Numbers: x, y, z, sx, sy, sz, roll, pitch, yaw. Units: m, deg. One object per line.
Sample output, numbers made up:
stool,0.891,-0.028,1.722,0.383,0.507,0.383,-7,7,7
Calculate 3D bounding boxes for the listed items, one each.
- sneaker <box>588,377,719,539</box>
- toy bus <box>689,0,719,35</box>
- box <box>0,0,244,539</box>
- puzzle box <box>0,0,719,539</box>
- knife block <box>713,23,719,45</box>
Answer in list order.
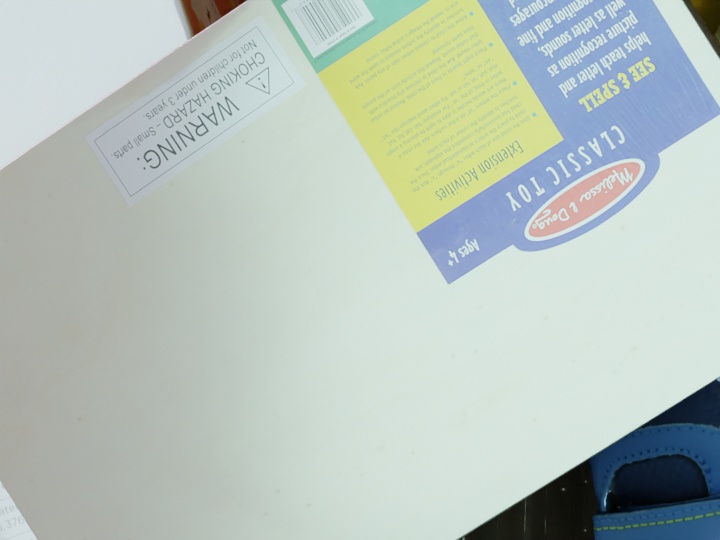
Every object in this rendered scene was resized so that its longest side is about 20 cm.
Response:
sneaker,0.095,0.084,0.694,0.074,0.082,0.200,-14,109,50
toy bus,0.053,-0.082,0.695,0.078,0.065,0.200,36,110,13
box,-0.063,0.000,0.755,0.097,0.124,0.200,-19,89,6
puzzle box,0.000,0.000,0.663,0.200,0.025,0.133,-32,88,12
knife block,0.061,-0.063,0.765,0.200,0.064,0.176,18,104,18
